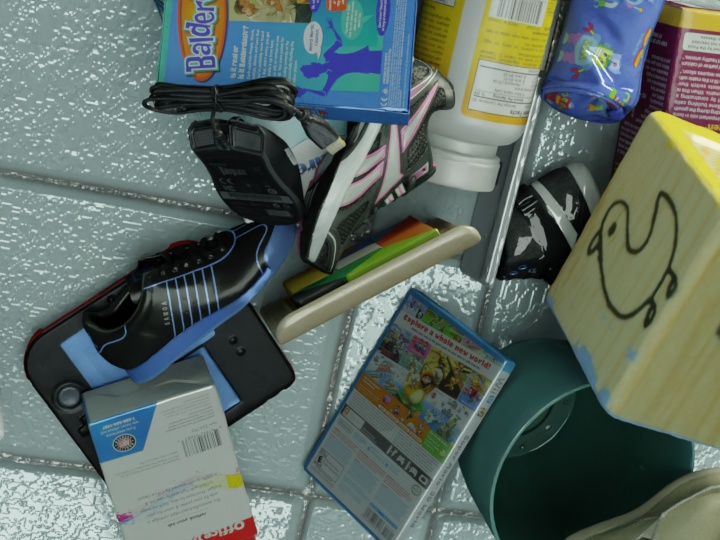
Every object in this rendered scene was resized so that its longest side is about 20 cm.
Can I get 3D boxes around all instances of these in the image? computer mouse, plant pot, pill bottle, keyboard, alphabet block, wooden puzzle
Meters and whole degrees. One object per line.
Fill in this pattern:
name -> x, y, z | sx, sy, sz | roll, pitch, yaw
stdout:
computer mouse -> -0.068, -0.100, 1.267 | 0.200, 0.140, 0.046 | 52, 46, -53
plant pot -> 0.176, 0.155, 1.473 | 0.200, 0.161, 0.201 | -8, 115, -19
pill bottle -> 0.098, -0.174, 1.398 | 0.112, 0.113, 0.201 | 9, 103, -15
keyboard -> 0.128, -0.086, 1.459 | 0.011, 0.056, 0.201 | 8, 103, -24
alphabet block -> 0.303, 0.016, 1.355 | 0.196, 0.195, 0.200 | 17, 115, -22
wooden puzzle -> 0.000, 0.000, 1.383 | 0.185, 0.200, 0.037 | -28, 95, -5

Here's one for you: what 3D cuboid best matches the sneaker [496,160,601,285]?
sneaker -> 0.185, 0.009, 1.497 | 0.112, 0.073, 0.201 | -21, 101, -3

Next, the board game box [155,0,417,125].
board game box -> -0.055, -0.199, 1.275 | 0.199, 0.045, 0.153 | 5, 82, 1

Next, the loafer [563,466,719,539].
loafer -> 0.268, 0.239, 1.414 | 0.200, 0.068, 0.076 | -25, 120, -10

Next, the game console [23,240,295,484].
game console -> -0.181, 0.085, 1.448 | 0.200, 0.031, 0.177 | -33, 110, -2

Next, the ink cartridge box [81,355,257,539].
ink cartridge box -> -0.165, 0.191, 1.443 | 0.116, 0.067, 0.201 | -17, 114, -10

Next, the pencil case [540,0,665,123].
pencil case -> 0.225, -0.226, 1.407 | 0.087, 0.078, 0.201 | 18, 84, 22

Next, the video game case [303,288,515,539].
video game case -> 0.041, 0.133, 1.458 | 0.018, 0.143, 0.200 | 24, 100, -44

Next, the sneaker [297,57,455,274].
sneaker -> 0.017, -0.083, 1.330 | 0.086, 0.080, 0.200 | 23, 100, -13

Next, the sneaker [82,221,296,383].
sneaker -> -0.147, 0.009, 1.382 | 0.200, 0.070, 0.078 | -42, 119, 2

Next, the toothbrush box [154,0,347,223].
toothbrush box -> -0.071, -0.163, 1.376 | 0.146, 0.085, 0.200 | -23, 109, -6

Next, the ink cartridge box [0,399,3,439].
ink cartridge box -> -0.393, 0.108, 1.314 | 0.146, 0.200, 0.147 | -47, 110, 1

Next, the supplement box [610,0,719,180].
supplement box -> 0.313, -0.138, 1.464 | 0.130, 0.103, 0.201 | 5, 104, -15
